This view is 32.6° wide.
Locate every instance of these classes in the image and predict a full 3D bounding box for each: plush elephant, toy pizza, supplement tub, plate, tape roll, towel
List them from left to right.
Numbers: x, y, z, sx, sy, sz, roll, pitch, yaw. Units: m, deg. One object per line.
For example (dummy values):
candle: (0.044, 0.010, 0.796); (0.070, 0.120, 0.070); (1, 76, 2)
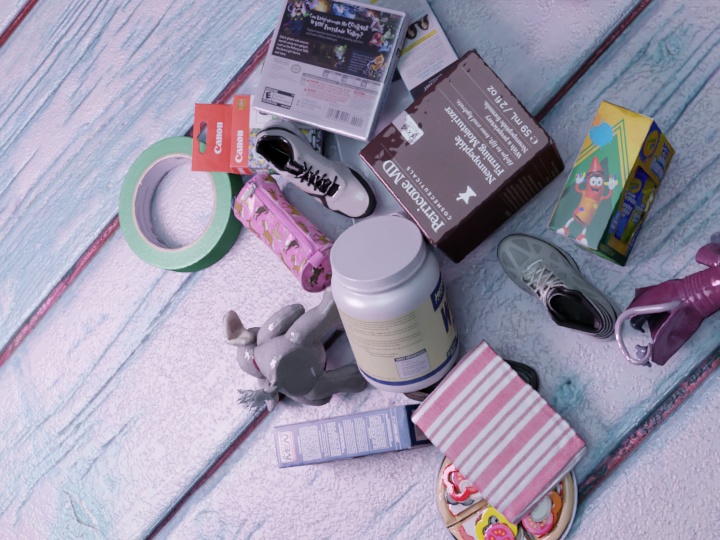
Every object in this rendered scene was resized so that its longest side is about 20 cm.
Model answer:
tape roll: (-0.271, -0.100, 1.868); (0.198, 0.048, 0.204); (-3, 83, 23)
plush elephant: (-0.109, 0.115, 1.732); (0.198, 0.166, 0.155); (-30, 30, -16)
supplement tub: (0.043, 0.045, 1.613); (0.143, 0.202, 0.146); (-11, 40, 9)
plate: (0.066, -0.170, 1.741); (0.198, 0.032, 0.203); (-16, 79, 20)
towel: (0.180, 0.210, 1.606); (0.146, 0.030, 0.200); (-45, 80, 1)
toy pizza: (0.189, 0.294, 1.636); (0.197, 0.032, 0.204); (-3, 83, 23)

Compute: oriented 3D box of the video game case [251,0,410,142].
video game case: (-0.043, -0.290, 1.724); (0.198, 0.023, 0.184); (18, 92, 27)

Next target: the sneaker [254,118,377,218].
sneaker: (-0.067, -0.132, 1.715); (0.199, 0.080, 0.074); (34, 111, 4)

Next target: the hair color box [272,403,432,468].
hair color box: (-0.009, 0.227, 1.690); (0.197, 0.100, 0.061); (-12, 81, 22)

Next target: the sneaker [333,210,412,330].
sneaker: (0.000, 0.000, 1.711); (0.075, 0.082, 0.201); (41, 116, 21)

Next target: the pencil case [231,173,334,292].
pencil case: (-0.102, -0.053, 1.747); (0.200, 0.086, 0.083); (46, 118, 35)

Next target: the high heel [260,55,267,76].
high heel: (-0.057, -0.277, 1.783); (0.200, 0.071, 0.143); (42, 99, 34)

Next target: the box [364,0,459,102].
box: (0.081, -0.314, 1.715); (0.082, 0.049, 0.202); (-30, 60, 12)

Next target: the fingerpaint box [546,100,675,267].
fingerpaint box: (0.317, -0.103, 1.536); (0.073, 0.200, 0.169); (25, 93, 22)

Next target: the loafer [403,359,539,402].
loafer: (0.138, 0.155, 1.656); (0.197, 0.063, 0.073); (-2, 84, 23)

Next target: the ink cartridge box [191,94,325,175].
ink cartridge box: (-0.151, -0.197, 1.796); (0.197, 0.050, 0.111); (2, 83, 4)

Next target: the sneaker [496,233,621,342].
sneaker: (0.249, 0.013, 1.597); (0.200, 0.115, 0.076); (40, 99, 22)

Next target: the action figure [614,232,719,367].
action figure: (0.413, 0.025, 1.518); (0.199, 0.148, 0.135); (-35, 65, 30)

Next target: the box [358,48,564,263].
box: (0.136, -0.144, 1.604); (0.200, 0.164, 0.166); (-41, 75, 6)
